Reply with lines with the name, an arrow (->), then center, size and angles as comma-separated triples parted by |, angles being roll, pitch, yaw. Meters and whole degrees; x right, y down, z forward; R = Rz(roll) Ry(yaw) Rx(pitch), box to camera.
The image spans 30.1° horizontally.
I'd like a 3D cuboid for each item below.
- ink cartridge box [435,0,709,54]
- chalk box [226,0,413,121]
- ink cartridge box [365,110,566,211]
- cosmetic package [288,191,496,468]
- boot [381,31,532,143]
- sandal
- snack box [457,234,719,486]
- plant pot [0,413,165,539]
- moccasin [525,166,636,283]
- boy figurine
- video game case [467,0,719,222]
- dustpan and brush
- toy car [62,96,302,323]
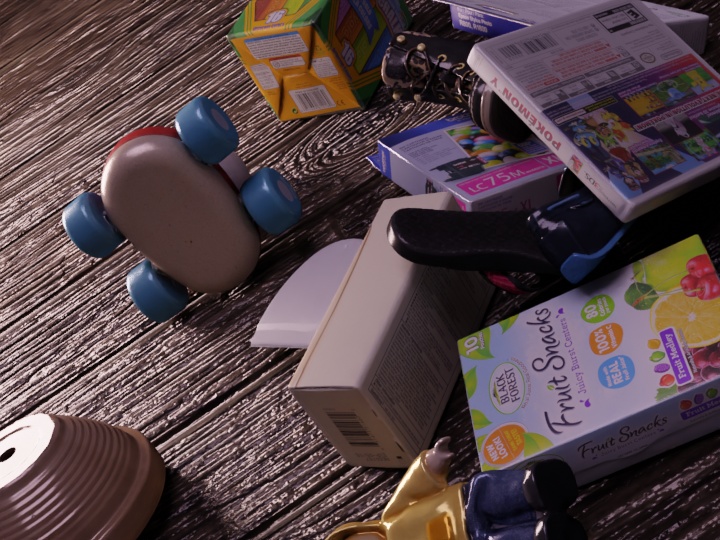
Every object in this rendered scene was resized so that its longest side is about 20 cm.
ink cartridge box -> 0.178, -0.224, 1.223 | 0.198, 0.041, 0.199 | -9, 23, -31
chalk box -> -0.033, -0.281, 1.473 | 0.124, 0.124, 0.201 | -4, 46, 35
ink cartridge box -> 0.097, -0.097, 1.196 | 0.118, 0.042, 0.200 | -19, 28, -21
cosmetic package -> 0.032, 0.046, 1.063 | 0.073, 0.104, 0.201 | -5, 44, 37
boot -> 0.090, -0.170, 1.203 | 0.149, 0.074, 0.200 | 12, 23, 20
sandal -> 0.113, -0.012, 1.044 | 0.198, 0.045, 0.075 | 5, 37, -14
snack box -> 0.176, 0.072, 0.959 | 0.199, 0.053, 0.143 | -25, 36, 14
plant pot -> -0.271, 0.187, 1.128 | 0.199, 0.093, 0.201 | -25, 26, 13
moccasin -> 0.188, -0.064, 1.033 | 0.081, 0.068, 0.200 | -51, -6, 33
boy figurine -> 0.054, 0.177, 0.903 | 0.199, 0.064, 0.126 | -19, 71, 34
video game case -> 0.209, -0.133, 1.046 | 0.199, 0.023, 0.183 | -23, 62, -37
dustpan and brush -> 0.000, 0.000, 1.195 | 0.139, 0.057, 0.201 | -1, 54, 38
toy car -> -0.170, -0.086, 1.338 | 0.184, 0.177, 0.200 | -37, 21, 16
